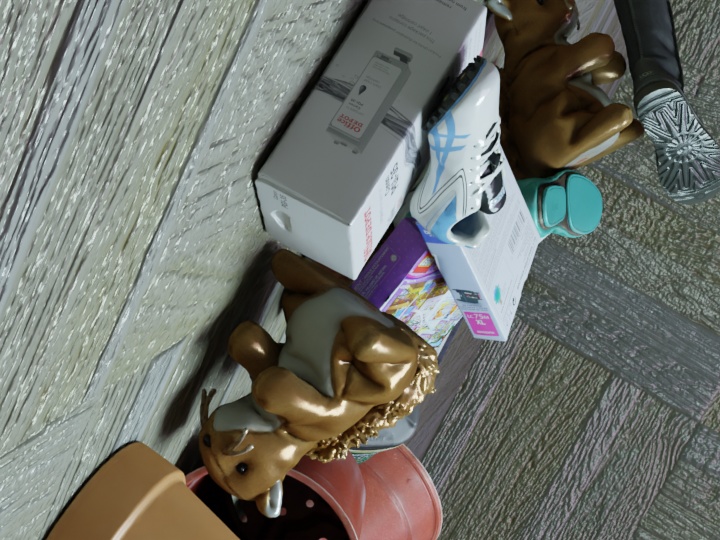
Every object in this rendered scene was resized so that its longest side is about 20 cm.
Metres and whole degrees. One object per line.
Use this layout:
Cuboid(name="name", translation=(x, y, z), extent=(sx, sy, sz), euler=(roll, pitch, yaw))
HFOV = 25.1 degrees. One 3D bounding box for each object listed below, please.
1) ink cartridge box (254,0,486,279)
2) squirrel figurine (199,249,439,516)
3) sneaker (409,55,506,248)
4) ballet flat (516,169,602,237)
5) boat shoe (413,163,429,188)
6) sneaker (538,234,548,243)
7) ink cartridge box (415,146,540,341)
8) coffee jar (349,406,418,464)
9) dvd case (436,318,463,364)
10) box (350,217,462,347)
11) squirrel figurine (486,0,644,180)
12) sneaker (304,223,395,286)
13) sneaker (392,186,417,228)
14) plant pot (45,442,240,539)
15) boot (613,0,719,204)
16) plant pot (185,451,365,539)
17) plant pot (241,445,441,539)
Cuboid(name="ink cartridge box", translation=(0.010, -0.109, 1.229), extent=(0.200, 0.083, 0.147), euler=(-58, 170, -14))
Cuboid(name="squirrel figurine", translation=(-0.037, 0.111, 1.329), extent=(0.187, 0.141, 0.200), euler=(-55, 145, 6))
Cuboid(name="sneaker", translation=(0.084, -0.087, 1.212), extent=(0.072, 0.072, 0.200), euler=(-54, 167, -28))
Cuboid(name="ballet flat", translation=(0.178, -0.065, 1.591), extent=(0.200, 0.070, 0.068), euler=(-6, 96, -65))
Cuboid(name="boat shoe", translation=(0.051, -0.151, 1.379), extent=(0.063, 0.071, 0.201), euler=(-52, 164, -52))
Cuboid(name="sneaker", translation=(0.170, -0.060, 1.667), extent=(0.084, 0.073, 0.200), euler=(-14, -158, 29))
Cuboid(name="ink cartridge box", translation=(0.101, -0.044, 1.411), extent=(0.120, 0.042, 0.200), euler=(-68, 149, -31))
Cuboid(name="coffee jar", translation=(-0.010, 0.153, 1.677), extent=(0.200, 0.104, 0.086), euler=(138, -49, -69))
Cuboid(name="dvd case", translation=(0.031, 0.036, 1.633), extent=(0.199, 0.016, 0.149), euler=(9, 116, -41))
Cuboid(name="box", translation=(0.056, 0.015, 1.496), extent=(0.137, 0.039, 0.200), euler=(-52, 158, 19))
Cuboid(name="squirrel figurine", translation=(0.167, -0.186, 1.631), extent=(0.199, 0.187, 0.141), euler=(-28, 172, 20))
Cuboid(name="sneaker", translation=(0.000, 0.000, 1.519), extent=(0.200, 0.071, 0.080), euler=(-26, 156, -46))
Cuboid(name="sneaker", translation=(0.069, -0.080, 1.536), extent=(0.078, 0.091, 0.200), euler=(-56, 159, 19))
Cuboid(name="plant pot", translation=(-0.162, 0.252, 1.227), extent=(0.201, 0.140, 0.200), euler=(-57, 171, -15))
Cuboid(name="boot", translation=(0.308, -0.190, 1.651), extent=(0.201, 0.072, 0.182), euler=(-98, 164, -48))
Cuboid(name="plant pot", translation=(-0.081, 0.240, 1.507), extent=(0.201, 0.200, 0.195), euler=(-63, 178, 15))
Cuboid(name="plant pot", translation=(-0.044, 0.297, 1.829), extent=(0.195, 0.200, 0.201), euler=(-41, 160, -39))
